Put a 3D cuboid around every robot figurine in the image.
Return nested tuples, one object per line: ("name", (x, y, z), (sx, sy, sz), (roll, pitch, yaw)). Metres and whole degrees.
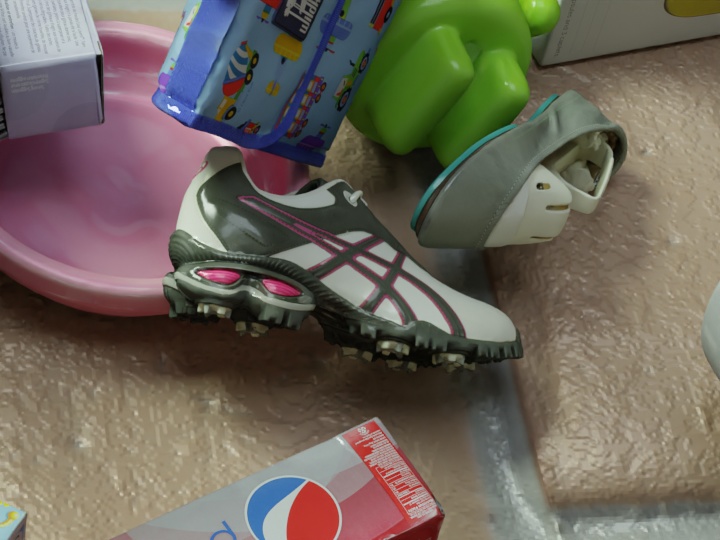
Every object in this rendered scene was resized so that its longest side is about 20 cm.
("robot figurine", (0.026, -0.152, 1.288), (0.175, 0.116, 0.201), (15, 39, -36))

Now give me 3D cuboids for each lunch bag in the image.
("lunch bag", (-0.045, -0.141, 1.107), (0.094, 0.151, 0.200), (27, 6, 10))

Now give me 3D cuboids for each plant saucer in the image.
("plant saucer", (-0.128, -0.048, 1.201), (0.199, 0.051, 0.201), (9, 47, -10))

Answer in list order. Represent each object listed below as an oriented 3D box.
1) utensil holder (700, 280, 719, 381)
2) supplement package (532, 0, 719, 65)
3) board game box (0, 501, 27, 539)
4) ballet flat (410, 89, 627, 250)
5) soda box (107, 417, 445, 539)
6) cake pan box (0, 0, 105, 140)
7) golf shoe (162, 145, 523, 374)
("utensil holder", (0.284, 0.072, 1.118), (0.169, 0.171, 0.200), (-13, 50, -23))
("supplement package", (0.182, -0.243, 1.381), (0.199, 0.152, 0.151), (-12, 53, -22))
("board game box", (-0.258, 0.130, 0.979), (0.199, 0.103, 0.105), (23, 48, 8))
("ballet flat", (0.095, -0.049, 1.218), (0.064, 0.068, 0.200), (35, 31, 12))
("soda box", (-0.060, 0.145, 1.034), (0.199, 0.070, 0.063), (-22, 57, -28))
("cake pan box", (-0.238, -0.133, 1.190), (0.183, 0.053, 0.200), (-12, 41, -11))
("golf shoe", (0.000, 0.000, 1.134), (0.199, 0.077, 0.089), (16, 76, -27))
